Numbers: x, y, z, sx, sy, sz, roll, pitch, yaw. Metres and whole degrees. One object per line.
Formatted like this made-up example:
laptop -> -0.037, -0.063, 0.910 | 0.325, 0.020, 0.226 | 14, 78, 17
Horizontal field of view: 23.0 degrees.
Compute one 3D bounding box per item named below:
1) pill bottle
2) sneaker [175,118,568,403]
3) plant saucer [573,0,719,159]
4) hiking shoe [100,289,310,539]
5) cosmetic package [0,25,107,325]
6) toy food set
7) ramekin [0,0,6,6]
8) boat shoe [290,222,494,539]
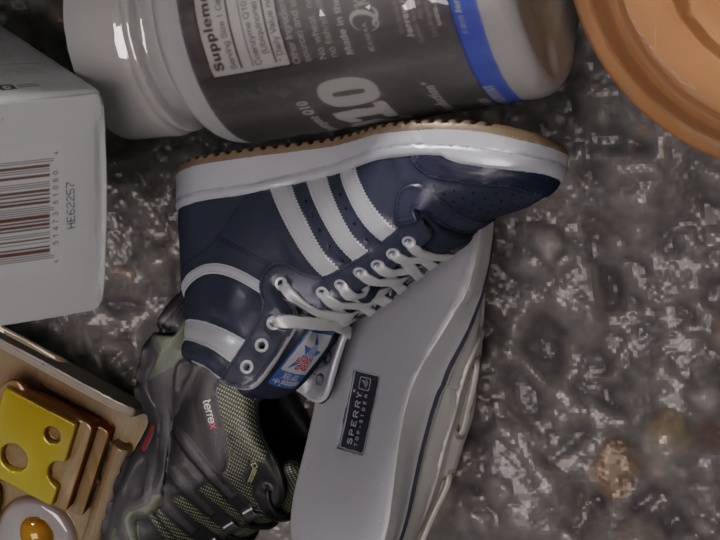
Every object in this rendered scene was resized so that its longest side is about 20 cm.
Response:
pill bottle -> -0.018, -0.115, 0.747 | 0.198, 0.114, 0.115 | -7, 106, 23
sneaker -> 0.000, 0.000, 0.754 | 0.199, 0.070, 0.110 | -5, 77, 37
plant saucer -> 0.179, -0.132, 0.699 | 0.198, 0.032, 0.202 | 5, 115, 11
hiking shoe -> -0.065, 0.109, 0.864 | 0.100, 0.076, 0.202 | 18, 113, 17
cosmetic package -> -0.184, -0.056, 0.796 | 0.200, 0.073, 0.103 | 36, 128, 53
toy food set -> -0.202, 0.120, 0.928 | 0.143, 0.060, 0.201 | 26, 116, 11
ramekin -> -0.171, -0.195, 0.737 | 0.094, 0.203, 0.203 | 26, 116, -2
boat shoe -> 0.025, 0.047, 0.813 | 0.071, 0.066, 0.202 | 11, 89, 32
